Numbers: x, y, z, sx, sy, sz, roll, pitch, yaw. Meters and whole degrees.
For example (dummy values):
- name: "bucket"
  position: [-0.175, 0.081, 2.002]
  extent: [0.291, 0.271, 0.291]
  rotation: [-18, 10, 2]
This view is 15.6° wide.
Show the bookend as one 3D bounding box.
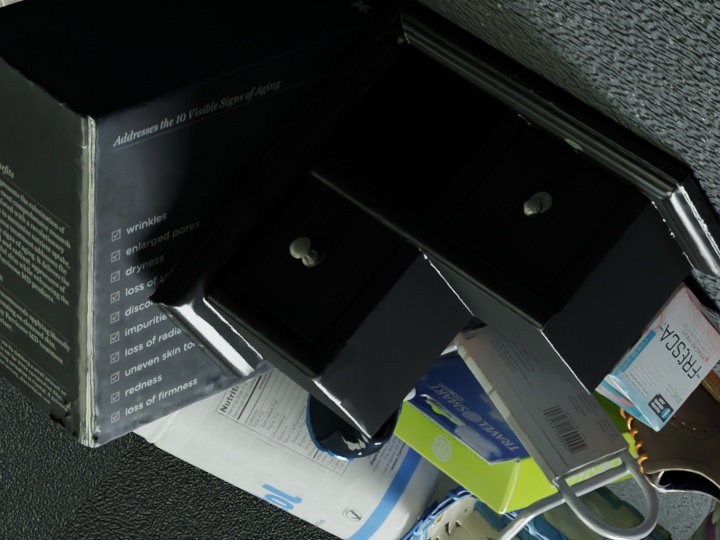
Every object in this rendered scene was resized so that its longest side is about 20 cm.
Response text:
- name: "bookend"
  position: [0.039, 0.003, 1.285]
  extent: [0.199, 0.200, 0.092]
  rotation: [36, 173, 35]

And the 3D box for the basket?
- name: "basket"
  position: [0.102, 0.216, 1.705]
  extent: [0.176, 0.200, 0.139]
  rotation: [41, 132, 7]

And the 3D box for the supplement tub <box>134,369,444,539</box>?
- name: "supplement tub"
  position: [-0.043, 0.092, 1.767]
  extent: [0.200, 0.132, 0.132]
  rotation: [27, 175, -8]

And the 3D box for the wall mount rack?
- name: "wall mount rack"
  position: [0.114, 0.088, 1.587]
  extent: [0.200, 0.174, 0.075]
  rotation: [56, 134, 19]

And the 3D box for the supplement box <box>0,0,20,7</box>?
- name: "supplement box"
  position: [-0.195, -0.178, 1.547]
  extent: [0.126, 0.073, 0.200]
  rotation: [46, 156, 49]

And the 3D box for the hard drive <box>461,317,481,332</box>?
- name: "hard drive"
  position: [0.000, 0.000, 1.758]
  extent: [0.135, 0.042, 0.200]
  rotation: [37, -153, 23]

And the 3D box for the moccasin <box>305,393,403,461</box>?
- name: "moccasin"
  position: [0.021, 0.018, 1.615]
  extent: [0.080, 0.200, 0.068]
  rotation: [9, 172, -29]

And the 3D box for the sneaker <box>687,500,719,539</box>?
- name: "sneaker"
  position: [0.242, 0.195, 1.658]
  extent: [0.078, 0.140, 0.200]
  rotation: [38, 174, 2]

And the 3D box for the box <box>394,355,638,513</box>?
- name: "box"
  position: [0.108, 0.096, 1.696]
  extent: [0.200, 0.048, 0.122]
  rotation: [-9, -147, -44]

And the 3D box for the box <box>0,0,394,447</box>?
- name: "box"
  position: [-0.095, -0.047, 1.367]
  extent: [0.124, 0.200, 0.197]
  rotation: [36, 134, 37]

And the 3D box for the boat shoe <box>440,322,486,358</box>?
- name: "boat shoe"
  position: [0.062, 0.055, 1.840]
  extent: [0.200, 0.065, 0.074]
  rotation: [24, -155, -4]

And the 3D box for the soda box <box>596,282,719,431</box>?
- name: "soda box"
  position: [0.111, 0.009, 1.472]
  extent: [0.200, 0.068, 0.064]
  rotation: [34, 171, 48]

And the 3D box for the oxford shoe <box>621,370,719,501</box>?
- name: "oxford shoe"
  position: [0.174, 0.080, 1.515]
  extent: [0.200, 0.073, 0.071]
  rotation: [37, 173, 27]
